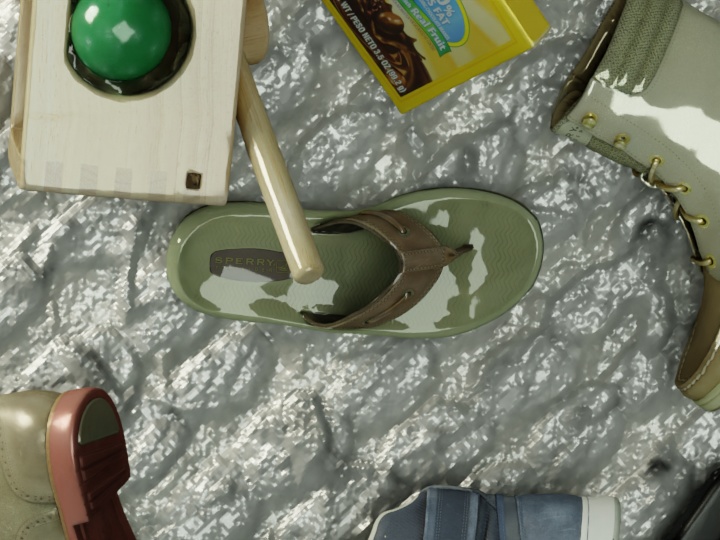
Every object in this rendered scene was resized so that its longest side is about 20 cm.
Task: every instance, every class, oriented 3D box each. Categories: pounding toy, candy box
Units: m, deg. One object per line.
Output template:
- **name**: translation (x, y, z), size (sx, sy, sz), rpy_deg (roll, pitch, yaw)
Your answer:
- **pounding toy**: translation (-0.093, -0.103, 1.355), size (0.141, 0.200, 0.185), rpy_deg (4, 98, -10)
- **candy box**: translation (0.003, -0.181, 1.417), size (0.102, 0.026, 0.200), rpy_deg (-25, 106, 40)

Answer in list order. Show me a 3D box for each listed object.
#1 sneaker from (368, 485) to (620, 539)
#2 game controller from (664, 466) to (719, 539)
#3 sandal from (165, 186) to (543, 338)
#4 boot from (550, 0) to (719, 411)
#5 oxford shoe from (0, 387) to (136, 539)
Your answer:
- **sneaker**: translation (0.054, 0.212, 1.467), size (0.145, 0.077, 0.204), rpy_deg (7, 78, -2)
- **game controller**: translation (0.188, 0.202, 1.527), size (0.104, 0.042, 0.201), rpy_deg (34, 92, -12)
- **sandal**: translation (-0.001, 0.001, 1.458), size (0.199, 0.057, 0.080), rpy_deg (-3, 99, -9)
- **boot**: translation (0.166, -0.041, 1.472), size (0.154, 0.072, 0.201), rpy_deg (22, 89, -12)
- **oxford shoe**: translation (-0.159, 0.155, 1.463), size (0.074, 0.070, 0.201), rpy_deg (3, 105, 22)
